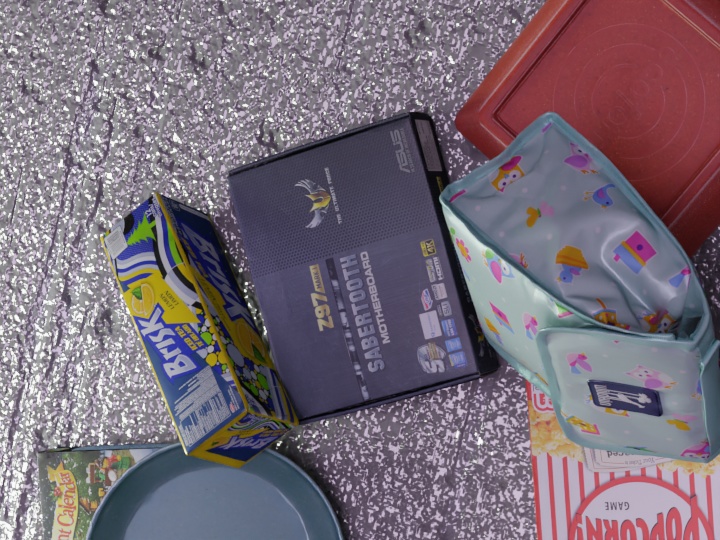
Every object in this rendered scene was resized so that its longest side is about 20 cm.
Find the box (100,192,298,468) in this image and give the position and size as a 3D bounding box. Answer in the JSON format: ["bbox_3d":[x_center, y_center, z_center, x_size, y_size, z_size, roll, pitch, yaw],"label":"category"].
[{"bbox_3d":[-0.122,0.043,1.303,0.064,0.070,0.201,-36,60,19],"label":"box"}]

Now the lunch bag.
[{"bbox_3d":[0.157,0.027,1.126,0.122,0.171,0.200,-36,55,-11],"label":"lunch bag"}]

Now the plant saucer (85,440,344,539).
[{"bbox_3d":[-0.110,0.224,1.324,0.199,0.036,0.201,0,91,-3],"label":"plant saucer"}]

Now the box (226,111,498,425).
[{"bbox_3d":[0.000,0.000,1.291,0.157,0.051,0.201,-16,86,23],"label":"box"}]

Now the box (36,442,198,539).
[{"bbox_3d":[-0.182,0.239,1.383,0.136,0.038,0.201,-5,91,22],"label":"box"}]

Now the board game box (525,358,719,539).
[{"bbox_3d":[0.200,0.164,1.220,0.151,0.046,0.201,-4,91,22],"label":"board game box"}]

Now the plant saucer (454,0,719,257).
[{"bbox_3d":[0.189,-0.116,1.218,0.200,0.037,0.200,43,107,14],"label":"plant saucer"}]
